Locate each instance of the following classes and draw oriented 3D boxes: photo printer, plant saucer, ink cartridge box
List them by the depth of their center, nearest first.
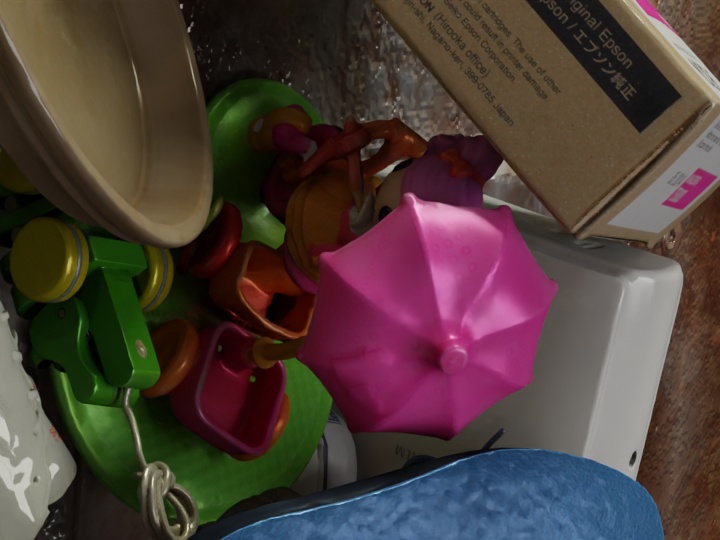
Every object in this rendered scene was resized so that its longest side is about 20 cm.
[{"bbox_3d":[-0.105,-0.099,0.722,0.200,0.029,0.201,-20,90,-76],"label":"plant saucer"},{"bbox_3d":[0.075,-0.095,0.842,0.075,0.165,0.200,-42,170,11],"label":"ink cartridge box"},{"bbox_3d":[0.047,0.070,0.952,0.069,0.166,0.201,-10,116,-54],"label":"photo printer"}]

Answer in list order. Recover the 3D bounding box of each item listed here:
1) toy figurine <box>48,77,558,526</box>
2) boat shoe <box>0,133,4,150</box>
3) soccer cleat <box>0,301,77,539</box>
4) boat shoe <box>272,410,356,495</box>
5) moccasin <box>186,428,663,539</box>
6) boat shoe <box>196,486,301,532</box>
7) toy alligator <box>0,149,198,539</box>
[{"bbox_3d":[0.000,0.000,0.824,0.150,0.183,0.201,38,60,-32],"label":"toy figurine"},{"bbox_3d":[-0.186,-0.011,0.622,0.201,0.070,0.072,-45,111,-39],"label":"boat shoe"},{"bbox_3d":[-0.138,0.047,0.754,0.069,0.077,0.202,-86,180,-71],"label":"soccer cleat"},{"bbox_3d":[-0.052,0.157,0.936,0.065,0.072,0.202,5,101,-42],"label":"boat shoe"},{"bbox_3d":[0.014,0.099,0.769,0.199,0.068,0.081,1,82,-26],"label":"moccasin"},{"bbox_3d":[-0.023,0.178,0.839,0.060,0.072,0.203,-33,122,-29],"label":"boat shoe"},{"bbox_3d":[-0.105,0.010,0.775,0.059,0.054,0.201,10,62,-55],"label":"toy alligator"}]
